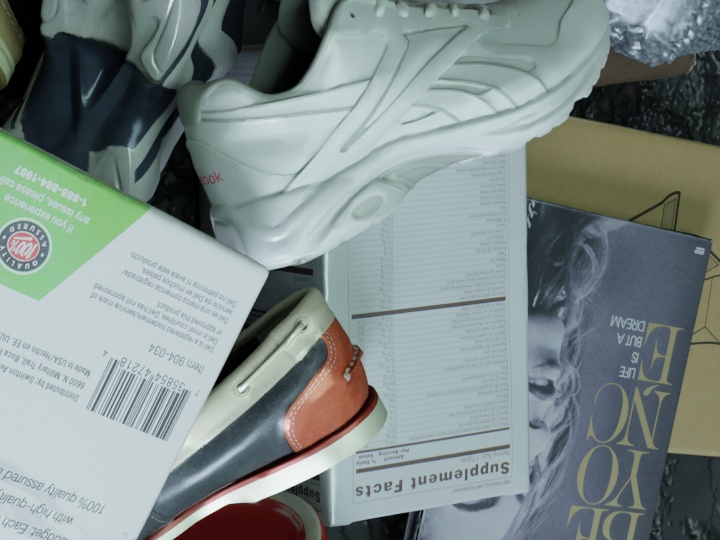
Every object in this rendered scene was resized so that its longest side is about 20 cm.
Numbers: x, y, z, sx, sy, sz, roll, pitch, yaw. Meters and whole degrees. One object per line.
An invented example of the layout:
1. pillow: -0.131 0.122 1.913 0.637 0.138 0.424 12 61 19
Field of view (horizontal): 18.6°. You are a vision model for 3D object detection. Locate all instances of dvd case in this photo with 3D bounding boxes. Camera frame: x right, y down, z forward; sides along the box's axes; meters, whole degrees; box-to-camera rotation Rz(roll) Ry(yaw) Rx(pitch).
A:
1. dvd case: 0.097 0.070 1.085 0.148 0.016 0.202 11 93 -34

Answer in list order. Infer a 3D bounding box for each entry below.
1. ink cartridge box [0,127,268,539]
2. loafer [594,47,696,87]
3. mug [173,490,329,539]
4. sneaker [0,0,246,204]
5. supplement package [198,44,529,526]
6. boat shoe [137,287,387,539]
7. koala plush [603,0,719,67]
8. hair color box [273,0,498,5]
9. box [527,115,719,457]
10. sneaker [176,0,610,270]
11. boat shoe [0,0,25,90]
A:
1. ink cartridge box: -0.145 0.054 0.792 0.145 0.084 0.201 28 88 -44
2. loafer: 0.136 -0.125 1.063 0.199 0.073 0.071 -36 76 -26
3. mug: -0.056 0.215 0.927 0.177 0.133 0.201 -39 126 -41
4. sneaker: -0.101 -0.069 0.922 0.130 0.079 0.200 -47 158 -61
5. supplement package: 0.000 0.000 0.978 0.113 0.109 0.202 -5 98 -33
6. boat shoe: -0.088 0.076 0.885 0.199 0.071 0.063 -27 110 5
7. koala plush: 0.156 -0.209 1.010 0.176 0.201 0.184 25 119 -12
8. hair color box: 0.024 -0.216 0.999 0.098 0.060 0.202 6 93 -35
9. box: 0.141 0.012 1.129 0.199 0.021 0.165 7 92 -35
10. sneaker: 0.015 -0.083 0.870 0.199 0.078 0.100 -32 107 -26
11. boat shoe: -0.183 -0.161 0.857 0.066 0.074 0.201 -49 127 -27
